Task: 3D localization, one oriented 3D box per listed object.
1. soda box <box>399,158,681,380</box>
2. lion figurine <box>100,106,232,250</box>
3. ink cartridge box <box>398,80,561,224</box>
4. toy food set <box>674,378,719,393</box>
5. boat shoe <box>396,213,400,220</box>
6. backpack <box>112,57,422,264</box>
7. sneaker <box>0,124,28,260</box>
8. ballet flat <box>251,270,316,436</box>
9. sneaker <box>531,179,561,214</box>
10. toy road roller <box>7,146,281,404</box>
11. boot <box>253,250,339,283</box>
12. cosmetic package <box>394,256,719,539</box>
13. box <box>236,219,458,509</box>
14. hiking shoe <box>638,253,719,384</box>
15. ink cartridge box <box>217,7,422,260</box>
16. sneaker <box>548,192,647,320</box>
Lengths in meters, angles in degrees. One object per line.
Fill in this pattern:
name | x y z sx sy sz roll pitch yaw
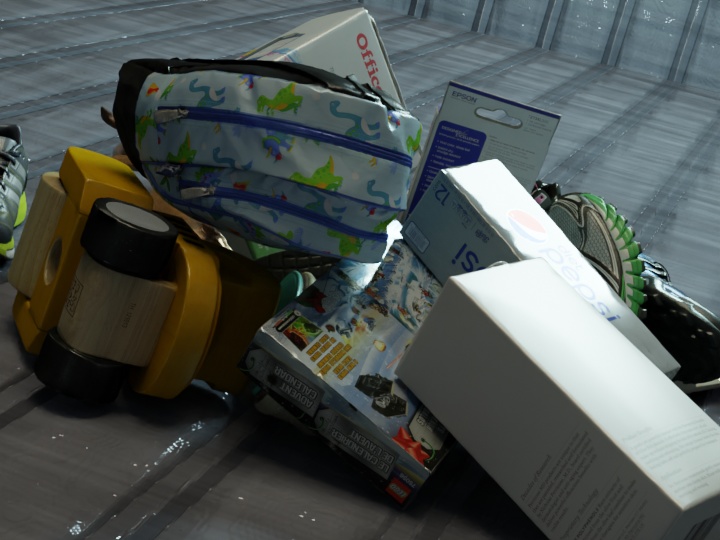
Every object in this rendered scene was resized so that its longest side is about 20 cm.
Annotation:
soda box | 0.118 0.018 1.069 0.068 0.064 0.200 -13 56 -48
lion figurine | -0.138 -0.042 1.188 0.121 0.203 0.072 -14 -14 20
ink cartridge box | 0.091 -0.070 1.309 0.094 0.201 0.037 17 43 -2
toy food set | 0.220 0.044 1.323 0.142 0.061 0.199 -4 23 -44
boat shoe | -0.027 -0.038 1.403 0.199 0.075 0.065 7 22 -3
backpack | -0.050 -0.075 1.043 0.199 0.156 0.162 -8 -21 42
sneaker | -0.301 -0.065 1.262 0.073 0.082 0.200 9 17 -11
ballet flat | -0.040 0.061 1.106 0.062 0.068 0.200 37 17 -11
sneaker | 0.138 -0.045 1.510 0.079 0.087 0.200 16 17 18
toy road roller | -0.143 0.013 1.065 0.145 0.124 0.200 16 13 -28
boot | 0.000 0.000 1.260 0.197 0.069 0.131 -12 7 0
cosmetic package | 0.129 0.089 0.955 0.107 0.085 0.200 -9 46 -47
box | 0.024 0.053 1.037 0.137 0.040 0.200 39 33 7
hiking shoe | 0.220 0.019 1.232 0.086 0.075 0.199 -25 37 -33
ink cartridge box | -0.059 -0.109 1.306 0.199 0.147 0.087 -33 21 -34
sneaker | 0.159 0.033 1.136 0.084 0.078 0.202 1 61 -12
